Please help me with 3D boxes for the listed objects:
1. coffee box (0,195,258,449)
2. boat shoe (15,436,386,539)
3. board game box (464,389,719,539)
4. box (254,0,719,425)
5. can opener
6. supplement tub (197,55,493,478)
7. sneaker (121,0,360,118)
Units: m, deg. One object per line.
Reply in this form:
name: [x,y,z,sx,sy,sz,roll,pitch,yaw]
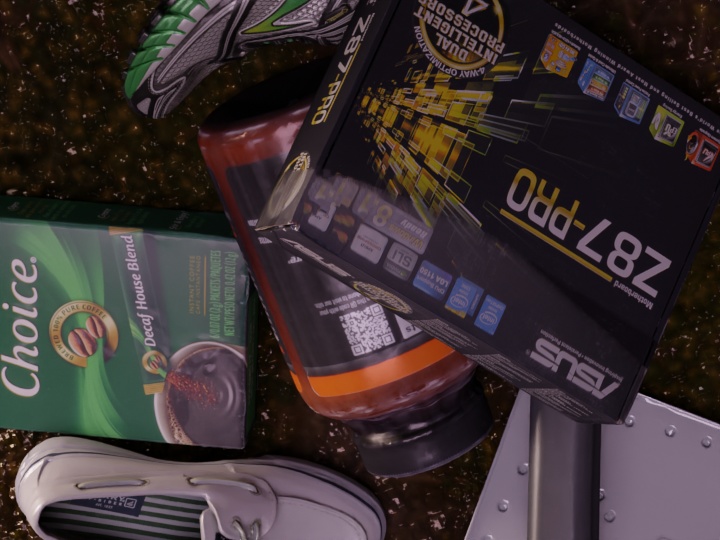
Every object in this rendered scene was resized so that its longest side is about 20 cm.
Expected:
coffee box: [-0.153,0.026,1.279,0.199,0.044,0.124,6,111,7]
boat shoe: [-0.081,0.137,1.272,0.199,0.067,0.074,6,111,-12]
board game box: [0.146,0.171,1.241,0.199,0.026,0.201,21,76,1]
box: [0.068,-0.042,1.150,0.200,0.049,0.162,31,76,-22]
can opener: [0.113,0.068,1.209,0.066,0.053,0.201,4,83,17]
supplement tub: [0.000,0.000,1.214,0.107,0.107,0.201,-17,106,14]
sneaker: [-0.034,-0.132,1.188,0.200,0.078,0.085,-34,102,18]
